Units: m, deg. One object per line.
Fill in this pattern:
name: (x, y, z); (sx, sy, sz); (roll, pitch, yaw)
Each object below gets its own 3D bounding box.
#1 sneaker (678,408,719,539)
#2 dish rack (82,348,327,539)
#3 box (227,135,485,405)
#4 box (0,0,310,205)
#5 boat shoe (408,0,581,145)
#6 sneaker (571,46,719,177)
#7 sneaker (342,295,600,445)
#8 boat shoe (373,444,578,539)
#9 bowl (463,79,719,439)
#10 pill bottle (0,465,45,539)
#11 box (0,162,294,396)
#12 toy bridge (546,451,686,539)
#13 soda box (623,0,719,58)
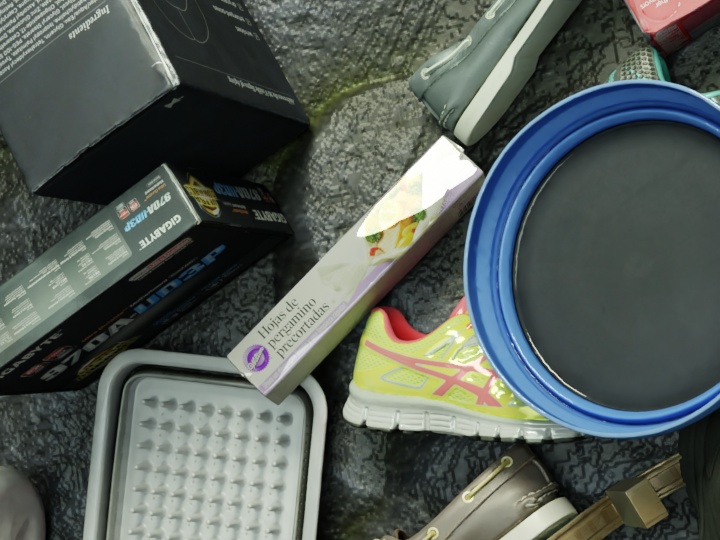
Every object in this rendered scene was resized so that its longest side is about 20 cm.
sneaker: (0.218, 0.159, 0.869); (0.075, 0.091, 0.202); (-4, 84, -12)
dish rack: (-0.101, 0.158, 1.064); (0.170, 0.043, 0.202); (5, 89, 21)
box: (0.000, 0.000, 1.014); (0.200, 0.041, 0.039); (-46, 72, -1)
box: (-0.157, -0.154, 1.018); (0.124, 0.200, 0.197); (-34, 76, 17)
boat shoe: (0.102, -0.176, 0.994); (0.062, 0.073, 0.201); (37, 105, 14)
sneaker: (0.219, -0.065, 0.946); (0.199, 0.078, 0.092); (33, 94, 17)
sneaker: (0.082, 0.060, 0.984); (0.198, 0.078, 0.091); (3, 88, 20)
boat shoe: (0.041, 0.186, 0.998); (0.199, 0.072, 0.060); (-37, 70, 11)
bowl: (0.153, -0.006, 0.901); (0.199, 0.039, 0.203); (-6, 80, 33)
pill bottle: (-0.331, 0.181, 1.107); (0.198, 0.116, 0.117); (7, 89, 20)
box: (-0.157, 0.010, 1.031); (0.199, 0.159, 0.046); (-35, 78, 14)
toy bridge: (0.164, 0.140, 0.949); (0.199, 0.067, 0.027); (-32, 86, -6)
soda box: (0.246, -0.212, 0.948); (0.199, 0.063, 0.070); (-30, 78, 15)
